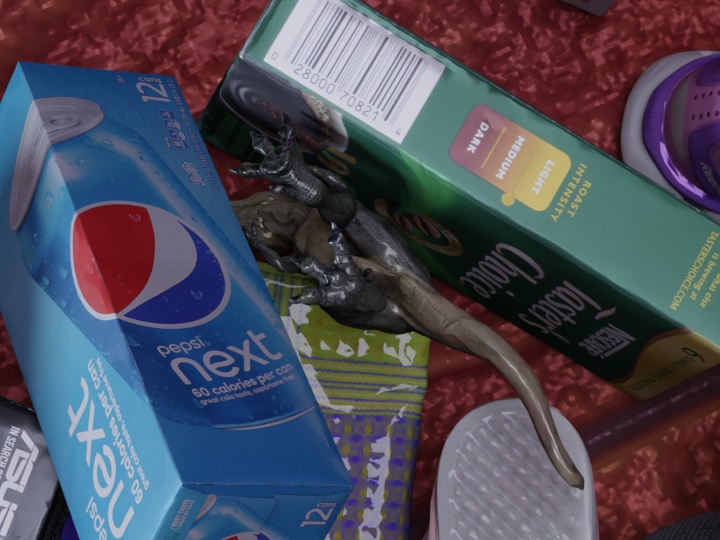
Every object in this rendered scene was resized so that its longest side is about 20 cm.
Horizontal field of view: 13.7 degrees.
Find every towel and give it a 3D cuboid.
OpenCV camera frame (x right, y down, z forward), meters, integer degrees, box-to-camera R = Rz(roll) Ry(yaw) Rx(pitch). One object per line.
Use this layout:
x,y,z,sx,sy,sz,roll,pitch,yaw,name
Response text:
-0.051,0.093,1.077,0.143,0.023,0.200,10,80,-7,towel

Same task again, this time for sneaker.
0.049,0.152,1.037,0.075,0.105,0.201,5,75,2,sneaker
0.201,-0.041,1.106,0.200,0.088,0.081,9,79,-9,sneaker

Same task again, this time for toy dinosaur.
0.000,0.000,1.013,0.047,0.200,0.088,-50,135,-1,toy dinosaur

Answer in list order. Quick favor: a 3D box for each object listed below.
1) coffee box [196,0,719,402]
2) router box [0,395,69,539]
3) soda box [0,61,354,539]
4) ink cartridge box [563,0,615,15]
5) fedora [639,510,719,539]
0.042,-0.027,1.060,0.200,0.123,0.044,31,76,-5,coffee box
-0.196,0.121,1.016,0.150,0.062,0.200,20,78,3,router box
-0.072,0.020,0.998,0.064,0.068,0.200,3,42,-30,soda box
0.033,-0.205,1.104,0.200,0.084,0.146,24,78,-4,ink cartridge box
0.131,0.192,1.040,0.090,0.177,0.200,39,57,-32,fedora
